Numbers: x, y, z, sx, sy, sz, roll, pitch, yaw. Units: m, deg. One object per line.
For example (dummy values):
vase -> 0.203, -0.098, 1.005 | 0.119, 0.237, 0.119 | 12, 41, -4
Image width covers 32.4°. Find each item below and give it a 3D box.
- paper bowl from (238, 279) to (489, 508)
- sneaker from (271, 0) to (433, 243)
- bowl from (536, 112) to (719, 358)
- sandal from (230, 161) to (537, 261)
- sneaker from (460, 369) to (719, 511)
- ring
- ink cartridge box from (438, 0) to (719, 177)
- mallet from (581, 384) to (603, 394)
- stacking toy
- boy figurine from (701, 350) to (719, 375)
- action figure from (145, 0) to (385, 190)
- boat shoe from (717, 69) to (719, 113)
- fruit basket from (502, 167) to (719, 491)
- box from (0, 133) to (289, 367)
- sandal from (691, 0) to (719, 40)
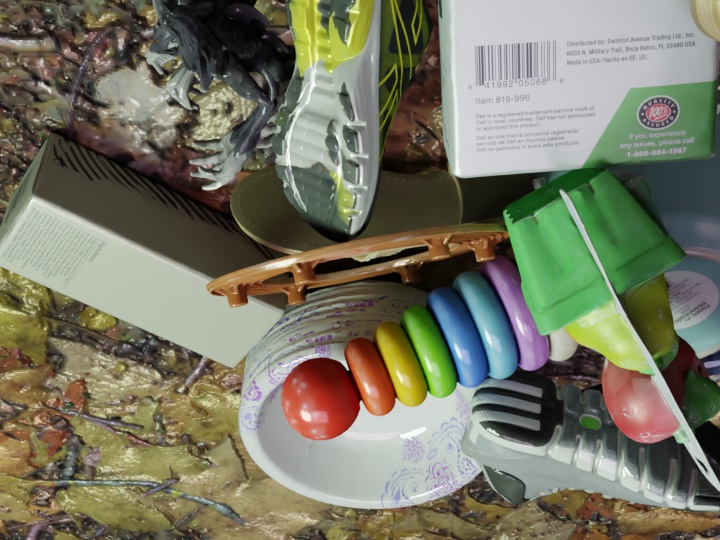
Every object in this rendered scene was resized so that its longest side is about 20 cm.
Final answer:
paper bowl -> 0.008, 0.087, 0.958 | 0.198, 0.105, 0.202 | 1, 137, 1
sneaker -> 0.006, -0.109, 0.693 | 0.074, 0.084, 0.202 | 31, 129, 35
bowl -> 0.204, -0.011, 0.851 | 0.198, 0.106, 0.202 | 2, 136, 2
sandal -> 0.019, -0.032, 0.860 | 0.209, 0.078, 0.070 | -5, 150, 5
sneaker -> 0.165, 0.136, 0.885 | 0.198, 0.076, 0.116 | 19, 146, 0
ring -> 0.000, 0.000, 0.796 | 0.198, 0.019, 0.200 | -12, 175, -1
ink cartridge box -> 0.112, -0.161, 0.653 | 0.145, 0.083, 0.202 | -3, 114, 0
mallet -> 0.163, 0.112, 0.970 | 0.065, 0.042, 0.199 | 24, 154, -27
stacking toy -> 0.040, 0.053, 0.821 | 0.198, 0.086, 0.086 | -22, 135, -6
boy figurine -> 0.340, 0.053, 0.939 | 0.197, 0.065, 0.125 | -6, 134, 11
action figure -> -0.073, -0.107, 0.758 | 0.102, 0.120, 0.199 | -34, 131, 24
boat shoe -> 0.210, -0.127, 0.753 | 0.199, 0.073, 0.071 | -31, 123, 27
fruit basket -> 0.161, 0.034, 0.710 | 0.093, 0.185, 0.201 | -35, 93, 7
box -> -0.154, -0.011, 0.890 | 0.199, 0.069, 0.082 | 27, 131, -24
sandal -> 0.253, -0.133, 0.634 | 0.210, 0.069, 0.079 | -6, 113, -44
